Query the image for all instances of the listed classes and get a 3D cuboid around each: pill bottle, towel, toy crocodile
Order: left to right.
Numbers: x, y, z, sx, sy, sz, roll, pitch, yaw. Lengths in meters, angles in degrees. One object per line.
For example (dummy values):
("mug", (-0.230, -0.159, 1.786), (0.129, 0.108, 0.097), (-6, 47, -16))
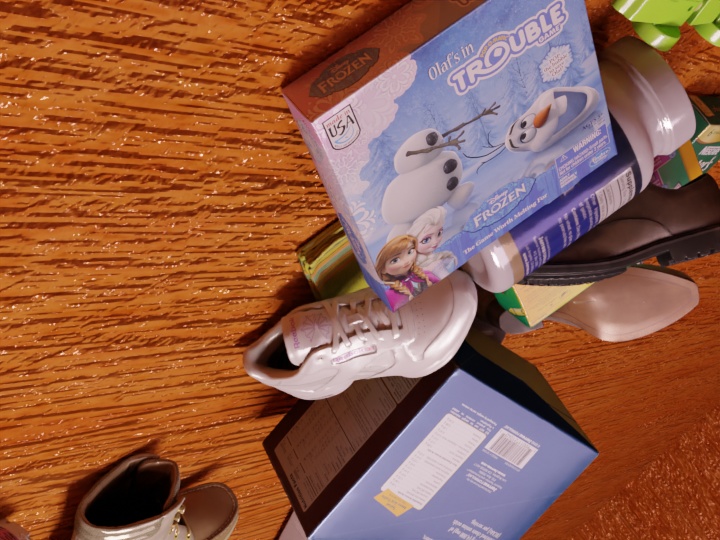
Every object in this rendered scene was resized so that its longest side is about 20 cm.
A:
("towel", (0.000, 0.000, 1.227), (0.086, 0.018, 0.200), (-35, 161, -7))
("pill bottle", (0.148, -0.084, 1.158), (0.199, 0.116, 0.116), (-36, 161, -9))
("toy crocodile", (0.254, -0.212, 1.159), (0.199, 0.062, 0.068), (-11, 147, -45))

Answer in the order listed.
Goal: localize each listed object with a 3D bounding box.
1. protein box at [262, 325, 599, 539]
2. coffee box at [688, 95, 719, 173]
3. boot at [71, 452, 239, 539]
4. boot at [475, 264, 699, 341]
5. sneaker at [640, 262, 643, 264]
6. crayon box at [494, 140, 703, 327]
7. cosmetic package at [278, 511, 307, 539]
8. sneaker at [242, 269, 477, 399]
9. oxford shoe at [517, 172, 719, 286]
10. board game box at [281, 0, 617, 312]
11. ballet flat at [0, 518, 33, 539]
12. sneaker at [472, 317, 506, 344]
("protein box", (0.060, 0.159, 1.362), (0.198, 0.135, 0.200), (32, 106, -36))
("coffee box", (0.283, -0.087, 1.497), (0.200, 0.044, 0.123), (-48, 158, 25))
("boot", (-0.171, 0.209, 1.314), (0.199, 0.072, 0.155), (-23, 153, -37))
("boot", (0.190, 0.009, 1.376), (0.198, 0.071, 0.146), (-5, -161, 1))
("sneaker", (0.242, -0.055, 1.405), (0.085, 0.077, 0.201), (-45, 146, -19))
("crayon box", (0.186, -0.060, 1.274), (0.199, 0.058, 0.119), (-35, 124, -9))
("cosmetic package", (-0.030, 0.306, 1.756), (0.106, 0.090, 0.201), (-29, 155, -33))
("sneaker", (-0.002, 0.053, 1.189), (0.199, 0.075, 0.099), (-25, 158, 26))
("oxford shoe", (0.197, -0.035, 1.226), (0.199, 0.085, 0.073), (-14, 178, -12))
("board game box", (0.067, -0.095, 1.001), (0.199, 0.043, 0.200), (-35, 139, -9))
("ballet flat", (-0.288, 0.236, 1.184), (0.071, 0.069, 0.200), (-46, 174, -42))
("sneaker", (0.049, 0.094, 1.464), (0.199, 0.071, 0.080), (-30, 166, -1))
